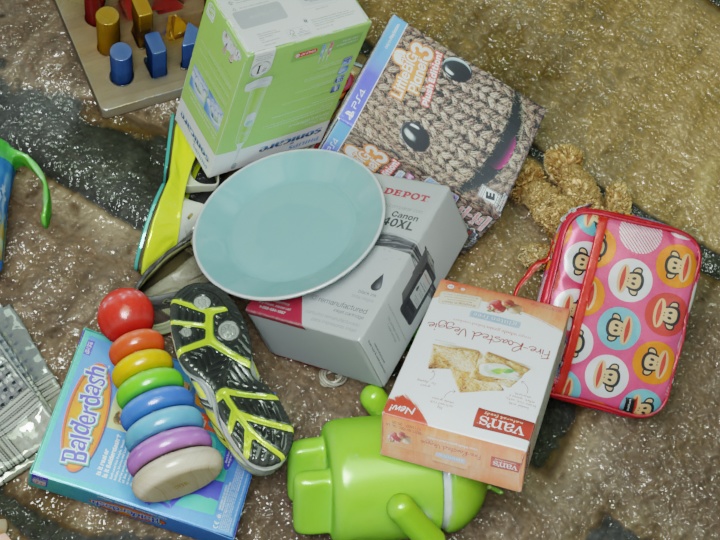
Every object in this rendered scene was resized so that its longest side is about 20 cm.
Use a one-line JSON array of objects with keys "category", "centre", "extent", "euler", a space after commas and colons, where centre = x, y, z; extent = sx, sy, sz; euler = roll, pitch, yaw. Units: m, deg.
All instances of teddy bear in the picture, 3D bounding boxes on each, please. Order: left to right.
[{"category": "teddy bear", "centre": [0.238, -0.053, 1.358], "extent": [0.143, 0.067, 0.202], "euler": [-5, 64, -9]}]

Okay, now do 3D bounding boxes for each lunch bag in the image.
[{"category": "lunch bag", "centre": [0.243, 0.038, 1.268], "extent": [0.174, 0.082, 0.202], "euler": [14, 91, 1]}]

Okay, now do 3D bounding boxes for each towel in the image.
[{"category": "towel", "centre": [-0.393, 0.127, 1.188], "extent": [0.199, 0.035, 0.193], "euler": [-33, 73, -22]}]

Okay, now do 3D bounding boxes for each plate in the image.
[{"category": "plate", "centre": [-0.070, -0.043, 1.237], "extent": [0.198, 0.026, 0.202], "euler": [-8, 48, 9]}]

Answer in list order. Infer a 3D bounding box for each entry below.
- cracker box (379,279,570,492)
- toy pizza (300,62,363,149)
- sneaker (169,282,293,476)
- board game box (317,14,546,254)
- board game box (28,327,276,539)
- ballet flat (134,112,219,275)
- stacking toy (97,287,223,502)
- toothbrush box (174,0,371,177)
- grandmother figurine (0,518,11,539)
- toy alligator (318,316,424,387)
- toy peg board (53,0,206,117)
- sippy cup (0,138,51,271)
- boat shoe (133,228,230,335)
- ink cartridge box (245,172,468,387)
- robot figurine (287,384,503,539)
[{"category": "cracker box", "centre": [0.110, 0.101, 1.155], "extent": [0.132, 0.058, 0.201], "euler": [13, 41, 13]}, {"category": "toy pizza", "centre": [-0.032, -0.161, 1.390], "extent": [0.198, 0.032, 0.202], "euler": [4, 63, -7]}, {"category": "sneaker", "centre": [-0.130, 0.105, 1.162], "extent": [0.075, 0.077, 0.201], "euler": [-16, 65, -22]}, {"category": "board game box", "centre": [0.074, -0.146, 1.339], "extent": [0.199, 0.097, 0.160], "euler": [30, 59, -6]}, {"category": "board game box", "centre": [-0.196, 0.159, 1.184], "extent": [0.198, 0.045, 0.153], "euler": [20, 62, -8]}, {"category": "ballet flat", "centre": [-0.186, -0.082, 1.309], "extent": [0.066, 0.067, 0.202], "euler": [12, 60, -6]}, {"category": "stacking toy", "centre": [-0.196, 0.105, 1.141], "extent": [0.084, 0.086, 0.202], "euler": [-17, 68, -16]}, {"category": "toothbrush box", "centre": [-0.093, -0.200, 1.258], "extent": [0.144, 0.201, 0.087], "euler": [-22, 67, -28]}, {"category": "grandmother figurine", "centre": [-0.290, 0.319, 1.098], "extent": [0.121, 0.061, 0.201], "euler": [-37, 75, 5]}, {"category": "toy alligator", "centre": [0.048, 0.066, 1.276], "extent": [0.198, 0.054, 0.060], "euler": [-24, 69, -19]}, {"category": "toy peg board", "centre": [-0.231, -0.303, 1.394], "extent": [0.198, 0.098, 0.201], "euler": [-19, 68, -17]}, {"category": "sippy cup", "centre": [-0.407, -0.055, 1.231], "extent": [0.176, 0.139, 0.132], "euler": [-16, 73, 26]}, {"category": "boat shoe", "centre": [-0.153, -0.010, 1.276], "extent": [0.073, 0.065, 0.200], "euler": [40, 64, 14]}, {"category": "ink cartridge box", "centre": [0.000, 0.000, 1.255], "extent": [0.144, 0.084, 0.201], "euler": [12, 58, 32]}, {"category": "robot figurine", "centre": [0.031, 0.195, 1.173], "extent": [0.197, 0.117, 0.176], "euler": [-3, 32, -9]}]
